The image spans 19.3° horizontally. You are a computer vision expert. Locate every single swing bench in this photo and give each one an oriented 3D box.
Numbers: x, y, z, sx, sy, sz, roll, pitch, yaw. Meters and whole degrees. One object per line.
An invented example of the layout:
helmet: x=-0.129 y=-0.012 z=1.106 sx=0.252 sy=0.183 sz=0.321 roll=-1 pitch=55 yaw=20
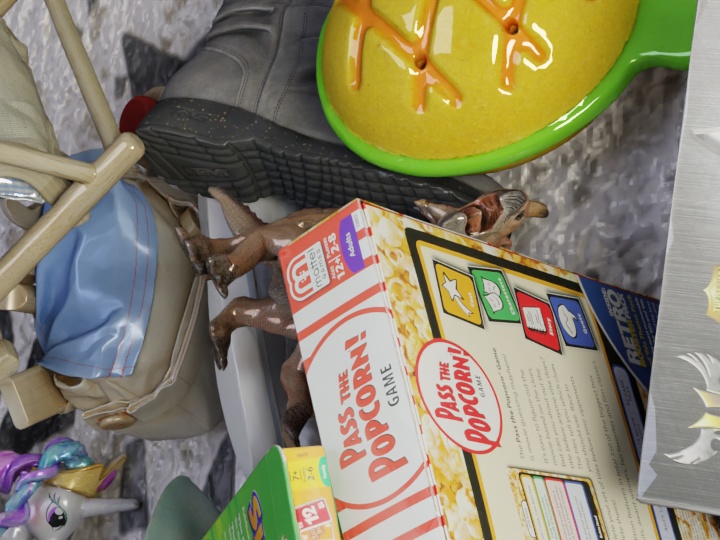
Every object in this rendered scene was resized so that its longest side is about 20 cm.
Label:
swing bench: x=-0.226 y=-0.053 z=1.068 sx=0.201 sy=0.129 sz=0.199 roll=-58 pitch=36 yaw=26

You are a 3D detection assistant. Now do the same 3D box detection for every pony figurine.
pony figurine: x=-0.240 y=0.160 z=1.185 sx=0.192 sy=0.167 sz=0.201 roll=25 pitch=80 yaw=23

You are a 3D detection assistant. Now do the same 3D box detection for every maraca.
maraca: x=0.073 y=-0.111 z=0.913 sx=0.199 sy=0.107 sz=0.138 roll=-20 pitch=60 yaw=14

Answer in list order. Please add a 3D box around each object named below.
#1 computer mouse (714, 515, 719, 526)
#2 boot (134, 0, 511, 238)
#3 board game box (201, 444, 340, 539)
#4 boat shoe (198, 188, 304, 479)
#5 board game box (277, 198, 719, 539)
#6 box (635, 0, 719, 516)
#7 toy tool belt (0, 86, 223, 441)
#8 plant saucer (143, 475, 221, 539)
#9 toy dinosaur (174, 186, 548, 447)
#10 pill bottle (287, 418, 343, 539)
computer mouse: x=0.171 y=0.021 z=0.812 sx=0.138 sy=0.052 sz=0.202 roll=15 pitch=93 yaw=48
boot: x=0.000 y=-0.087 z=1.012 sx=0.199 sy=0.070 sz=0.132 roll=19 pitch=61 yaw=19
board game box: x=-0.032 y=0.132 z=0.798 sx=0.200 sy=0.030 sz=0.096 roll=119 pitch=142 yaw=-70
boat shoe: x=-0.041 y=0.009 z=1.049 sx=0.072 sy=0.068 sz=0.201 roll=100 pitch=164 yaw=-56
board game box: x=0.065 y=0.068 z=0.809 sx=0.046 sy=0.199 sz=0.153 roll=-32 pitch=58 yaw=32
box: x=0.189 y=-0.006 z=0.748 sx=0.157 sy=0.048 sz=0.202 roll=7 pitch=86 yaw=19
toy tool belt: x=-0.135 y=-0.011 z=1.117 sx=0.124 sy=0.122 sz=0.202 roll=-17 pitch=69 yaw=46
plant saucer: x=-0.073 y=0.198 z=0.993 sx=0.038 sy=0.201 sz=0.203 roll=2 pitch=81 yaw=7
toy dinosaur: x=0.000 y=0.000 z=0.932 sx=0.200 sy=0.135 sz=0.086 roll=35 pitch=147 yaw=65
pill bottle: x=0.001 y=0.175 z=0.928 sx=0.111 sy=0.110 sz=0.202 roll=17 pitch=94 yaw=49
